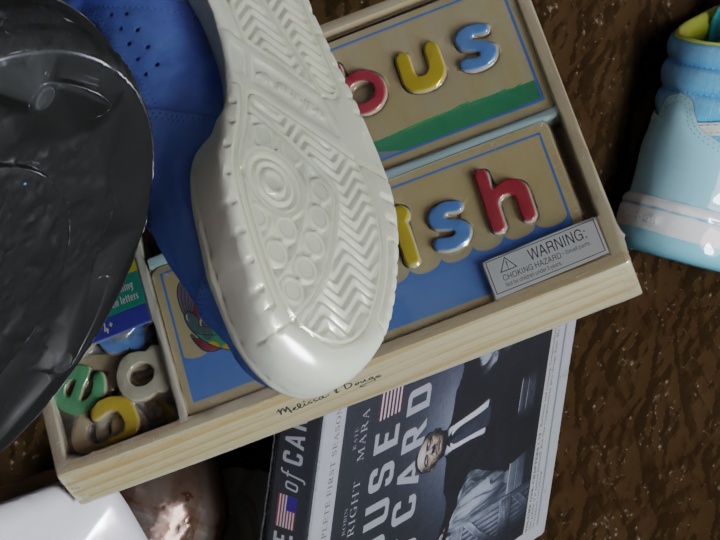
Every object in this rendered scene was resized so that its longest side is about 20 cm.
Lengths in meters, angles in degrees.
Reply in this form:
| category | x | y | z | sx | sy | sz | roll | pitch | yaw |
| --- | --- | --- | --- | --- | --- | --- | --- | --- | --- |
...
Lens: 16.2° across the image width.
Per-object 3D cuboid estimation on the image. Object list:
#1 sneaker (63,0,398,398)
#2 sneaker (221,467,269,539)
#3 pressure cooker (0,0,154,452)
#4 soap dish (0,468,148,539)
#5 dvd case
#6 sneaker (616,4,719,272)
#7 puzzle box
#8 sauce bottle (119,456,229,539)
| category | x | y | z | sx | sy | sz | roll | pitch | yaw |
| --- | --- | --- | --- | --- | --- | --- | --- | --- | --- |
| sneaker | -0.061 | -0.033 | 0.799 | 0.077 | 0.111 | 0.200 | 7 | 55 | -45 |
| sneaker | -0.050 | 0.178 | 0.959 | 0.080 | 0.076 | 0.200 | 32 | 77 | -50 |
| pressure cooker | -0.179 | -0.043 | 0.724 | 0.176 | 0.200 | 0.179 | -9 | 129 | -58 |
| soap dish | -0.109 | 0.152 | 0.790 | 0.158 | 0.081 | 0.200 | 61 | 15 | 5 |
| dvd case | 0.026 | 0.058 | 0.956 | 0.200 | 0.025 | 0.151 | -23 | 125 | -57 |
| sneaker | 0.205 | -0.060 | 1.135 | 0.200 | 0.079 | 0.131 | 5 | 97 | -43 |
| puzzle box | -0.020 | -0.017 | 0.844 | 0.200 | 0.133 | 0.025 | -21 | 148 | 5 |
| sauce bottle | -0.084 | 0.111 | 0.917 | 0.065 | 0.065 | 0.200 | 25 | 81 | -42 |
